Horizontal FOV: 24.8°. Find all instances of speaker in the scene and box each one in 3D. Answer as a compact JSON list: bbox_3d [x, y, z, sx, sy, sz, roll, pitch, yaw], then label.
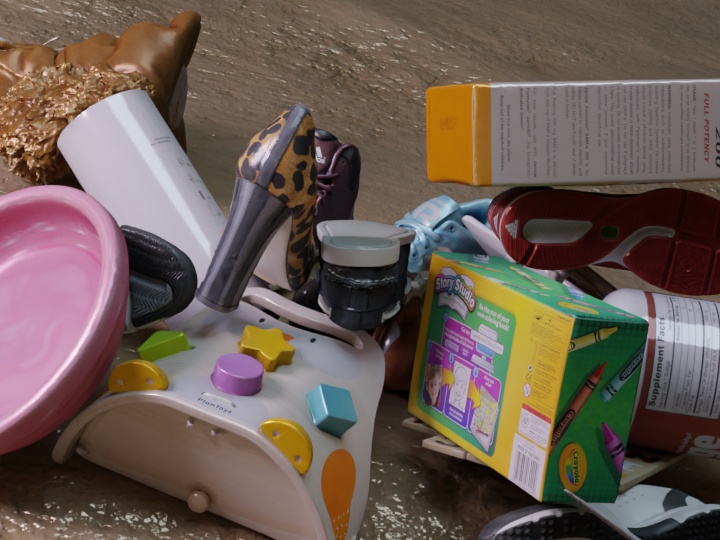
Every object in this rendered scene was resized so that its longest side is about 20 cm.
[{"bbox_3d":[-0.141,-0.033,1.206,0.081,0.081,0.200,-20,74,-50],"label":"speaker"}]

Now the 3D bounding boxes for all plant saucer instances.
[{"bbox_3d":[-0.225,0.040,1.044,0.201,0.200,0.051,45,-3,46],"label":"plant saucer"}]

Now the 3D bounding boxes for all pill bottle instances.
[{"bbox_3d":[0.224,0.074,1.164,0.199,0.112,0.112,8,26,-1],"label":"pill bottle"}]

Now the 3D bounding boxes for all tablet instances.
[{"bbox_3d":[0.173,0.028,1.352,0.200,0.014,0.130,36,-5,38],"label":"tablet"}]

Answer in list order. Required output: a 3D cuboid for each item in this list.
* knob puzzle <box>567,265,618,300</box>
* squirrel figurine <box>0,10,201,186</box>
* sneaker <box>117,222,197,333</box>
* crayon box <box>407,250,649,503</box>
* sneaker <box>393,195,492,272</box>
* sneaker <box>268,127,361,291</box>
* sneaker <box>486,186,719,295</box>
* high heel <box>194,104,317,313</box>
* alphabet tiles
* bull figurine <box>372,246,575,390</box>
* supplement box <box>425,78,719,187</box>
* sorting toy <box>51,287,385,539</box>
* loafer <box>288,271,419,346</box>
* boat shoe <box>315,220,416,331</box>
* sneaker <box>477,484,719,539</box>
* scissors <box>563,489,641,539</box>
[{"bbox_3d":[0.227,0.036,1.303,0.220,0.030,0.220,40,0,0],"label":"knob puzzle"},{"bbox_3d":[-0.256,-0.157,1.443,0.186,0.142,0.200,10,23,6],"label":"squirrel figurine"},{"bbox_3d":[-0.179,0.010,1.153,0.200,0.075,0.115,-3,-5,28],"label":"sneaker"},{"bbox_3d":[0.104,0.065,1.080,0.058,0.119,0.200,5,11,-25],"label":"crayon box"},{"bbox_3d":[0.046,-0.027,1.396,0.074,0.082,0.200,32,30,34],"label":"sneaker"},{"bbox_3d":[-0.060,-0.060,1.367,0.076,0.116,0.200,24,27,18],"label":"sneaker"},{"bbox_3d":[0.189,-0.037,1.203,0.199,0.079,0.116,11,12,-12],"label":"sneaker"},{"bbox_3d":[-0.046,-0.058,1.121,0.071,0.143,0.200,27,18,4],"label":"high heel"},{"bbox_3d":[0.132,0.120,1.163,0.166,0.006,0.200,14,11,28],"label":"alphabet tiles"},{"bbox_3d":[0.100,0.044,1.249,0.200,0.122,0.065,-6,28,-26],"label":"bull figurine"},{"bbox_3d":[0.158,-0.098,1.164,0.199,0.074,0.126,-2,5,-12],"label":"supplement box"},{"bbox_3d":[-0.068,0.076,1.072,0.200,0.107,0.180,20,35,12],"label":"sorting toy"},{"bbox_3d":[0.025,0.034,1.291,0.200,0.073,0.071,4,16,-32],"label":"loafer"},{"bbox_3d":[0.000,0.000,1.172,0.075,0.061,0.200,4,8,8],"label":"boat shoe"},{"bbox_3d":[0.154,0.179,1.071,0.200,0.074,0.080,3,12,-31],"label":"sneaker"},{"bbox_3d":[0.205,0.192,1.013,0.200,0.014,0.073,34,14,-32],"label":"scissors"}]
